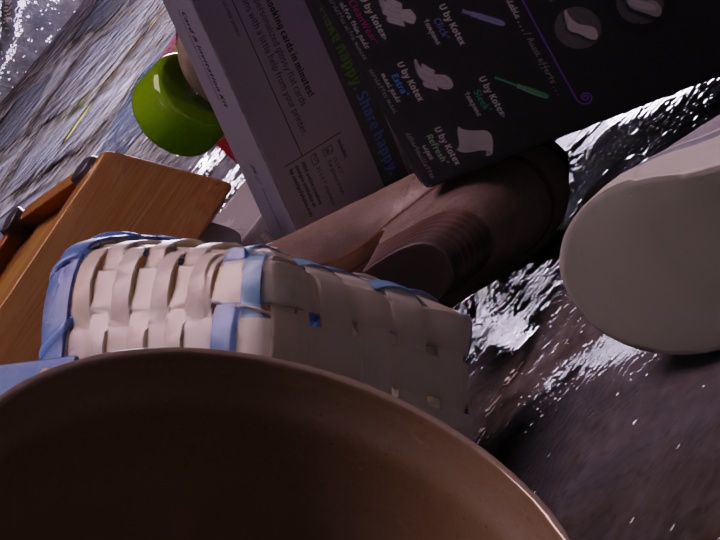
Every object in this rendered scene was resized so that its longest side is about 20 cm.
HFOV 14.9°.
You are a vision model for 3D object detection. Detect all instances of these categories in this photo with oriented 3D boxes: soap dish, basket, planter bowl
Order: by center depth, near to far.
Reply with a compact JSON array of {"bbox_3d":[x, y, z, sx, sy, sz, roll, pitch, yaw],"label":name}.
[{"bbox_3d":[-0.041,0.136,0.834,0.200,0.200,0.135,-73,1,-59],"label":"planter bowl"},{"bbox_3d":[-0.070,0.058,1.060,0.200,0.176,0.139,-5,76,44],"label":"basket"},{"bbox_3d":[-0.151,0.043,1.261,0.200,0.081,0.157,-59,15,-23],"label":"soap dish"}]

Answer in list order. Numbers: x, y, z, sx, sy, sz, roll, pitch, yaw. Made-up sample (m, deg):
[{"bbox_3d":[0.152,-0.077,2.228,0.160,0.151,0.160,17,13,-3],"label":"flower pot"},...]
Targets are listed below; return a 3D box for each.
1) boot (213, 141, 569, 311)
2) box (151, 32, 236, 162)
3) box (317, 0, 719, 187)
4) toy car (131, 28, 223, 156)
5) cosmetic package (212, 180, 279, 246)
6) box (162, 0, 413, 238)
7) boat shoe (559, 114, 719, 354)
[{"bbox_3d":[0.000,0.000,1.203,0.200,0.070,0.146,-19,11,26],"label":"boot"},{"bbox_3d":[-0.033,-0.152,1.711,0.200,0.100,0.095,-30,23,51],"label":"box"},{"bbox_3d":[0.098,-0.134,1.139,0.200,0.106,0.122,-20,25,23],"label":"box"},{"bbox_3d":[-0.031,-0.172,1.524,0.164,0.158,0.200,-43,40,40],"label":"toy car"},{"bbox_3d":[0.000,-0.042,1.347,0.200,0.090,0.107,-56,12,-14],"label":"cosmetic package"},{"bbox_3d":[0.019,-0.125,1.253,0.200,0.156,0.041,-33,30,-18],"label":"box"},{"bbox_3d":[0.149,-0.032,0.928,0.072,0.070,0.201,-38,3,-41],"label":"boat shoe"}]
